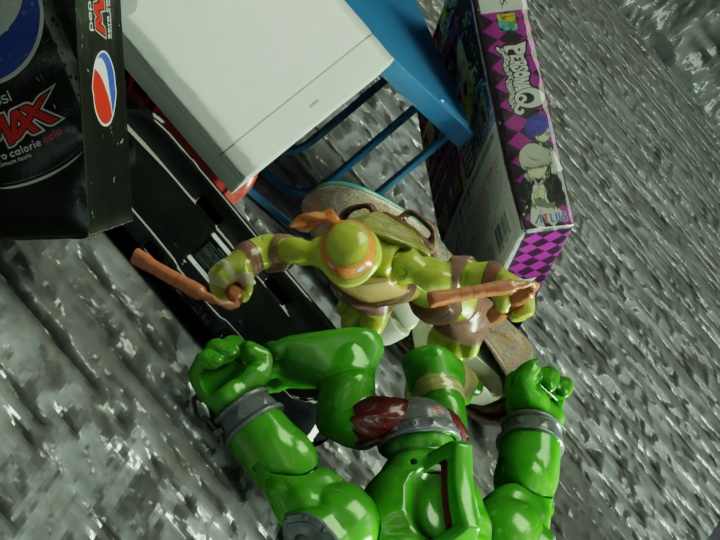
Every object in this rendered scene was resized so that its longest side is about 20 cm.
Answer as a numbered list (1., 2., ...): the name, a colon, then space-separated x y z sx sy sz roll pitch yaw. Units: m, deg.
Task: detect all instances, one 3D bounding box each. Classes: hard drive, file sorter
1. hard drive: -0.089 -0.154 1.554 0.200 0.027 0.132 49 53 -1
2. file sorter: -0.040 -0.136 1.732 0.139 0.123 0.200 41 17 -33

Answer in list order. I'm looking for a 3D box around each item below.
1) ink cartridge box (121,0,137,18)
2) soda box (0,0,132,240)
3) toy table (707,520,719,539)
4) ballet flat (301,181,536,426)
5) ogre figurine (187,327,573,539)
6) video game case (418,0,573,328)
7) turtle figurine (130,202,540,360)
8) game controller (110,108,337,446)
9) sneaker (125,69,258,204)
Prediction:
1. ink cartridge box: -0.194 -0.217 1.429 0.200 0.084 0.146 55 -17 14
2. soda box: -0.144 -0.115 1.277 0.071 0.063 0.201 -27 114 -75
3. toy table: 0.269 0.206 1.752 0.117 0.184 0.200 34 28 0
4. ballet flat: 0.036 0.025 1.693 0.200 0.068 0.067 40 45 -32
5. ogre figurine: 0.019 0.091 1.378 0.200 0.098 0.120 23 44 -43
6. video game case: 0.078 -0.071 1.765 0.200 0.036 0.182 109 -28 -67
7. turtle figurine: 0.000 0.000 1.418 0.161 0.200 0.065 40 53 -72
8. game controller: -0.074 0.002 1.479 0.200 0.042 0.104 50 29 -3
9. sneaker: -0.133 -0.121 1.576 0.115 0.078 0.200 3 52 -41
